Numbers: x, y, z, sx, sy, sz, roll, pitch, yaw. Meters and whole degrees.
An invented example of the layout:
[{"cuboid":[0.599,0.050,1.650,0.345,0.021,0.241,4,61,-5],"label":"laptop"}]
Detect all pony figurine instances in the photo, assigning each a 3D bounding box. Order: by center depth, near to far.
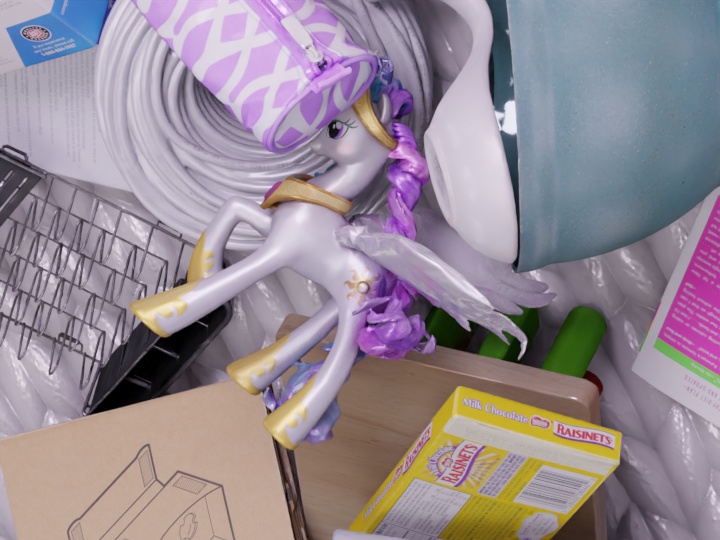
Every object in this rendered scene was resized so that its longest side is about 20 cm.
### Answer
[{"cuboid":[0.000,0.000,1.643,0.193,0.167,0.200,42,98,-2],"label":"pony figurine"}]

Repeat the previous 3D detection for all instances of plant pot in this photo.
[{"cuboid":[0.142,-0.103,1.584,0.134,0.200,0.201,-4,117,-1],"label":"plant pot"}]

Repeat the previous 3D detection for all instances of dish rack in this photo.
[{"cuboid":[-0.195,0.006,1.845,0.200,0.055,0.153,28,130,-20],"label":"dish rack"}]

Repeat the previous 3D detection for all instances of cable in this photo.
[{"cuboid":[-0.057,-0.111,1.705,0.200,0.069,0.200,-28,114,17],"label":"cable"}]

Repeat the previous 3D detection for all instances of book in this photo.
[{"cuboid":[0.248,0.007,1.665,0.133,0.048,0.200,29,124,13],"label":"book"}]

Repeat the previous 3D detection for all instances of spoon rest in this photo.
[{"cuboid":[0.056,-0.094,1.576,0.060,0.200,0.099,-16,149,-7],"label":"spoon rest"}]

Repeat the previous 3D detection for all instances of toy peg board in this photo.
[{"cuboid":[0.067,0.096,1.790,0.199,0.098,0.200,13,137,21],"label":"toy peg board"}]

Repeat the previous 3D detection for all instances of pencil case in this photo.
[{"cuboid":[-0.077,-0.155,1.585,0.200,0.084,0.086,47,170,13],"label":"pencil case"}]

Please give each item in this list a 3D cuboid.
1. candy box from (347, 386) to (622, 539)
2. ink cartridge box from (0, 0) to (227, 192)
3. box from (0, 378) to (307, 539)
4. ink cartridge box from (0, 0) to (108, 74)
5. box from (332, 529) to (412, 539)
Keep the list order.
[{"cuboid":[0.068,0.133,1.696,0.102,0.026,0.200,18,147,-11],"label":"candy box"},{"cuboid":[-0.163,-0.147,1.791,0.199,0.047,0.198,12,120,18],"label":"ink cartridge box"},{"cuboid":[-0.130,0.166,1.866,0.200,0.021,0.164,-15,85,23],"label":"box"},{"cuboid":[-0.250,-0.195,1.672,0.116,0.067,0.200,-11,144,40],"label":"ink cartridge box"},{"cuboid":[0.078,0.240,1.736,0.183,0.105,0.200,7,160,14],"label":"box"}]
